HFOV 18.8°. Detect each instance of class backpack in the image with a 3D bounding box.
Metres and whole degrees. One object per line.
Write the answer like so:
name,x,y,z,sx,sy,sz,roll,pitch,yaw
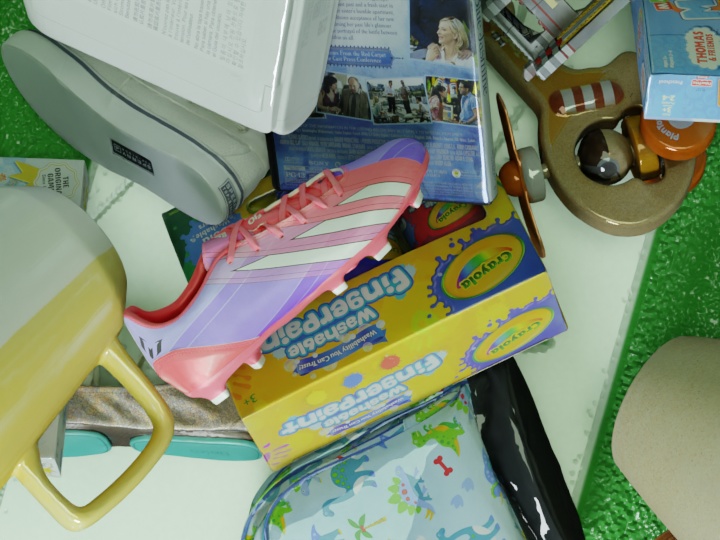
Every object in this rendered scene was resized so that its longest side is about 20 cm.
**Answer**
backpack,0.022,0.155,1.334,0.199,0.154,0.164,-19,98,13

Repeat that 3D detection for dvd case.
dvd case,0.003,-0.135,1.250,0.142,0.018,0.201,5,119,23

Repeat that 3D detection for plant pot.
plant pot,0.255,0.123,1.299,0.199,0.187,0.188,29,90,32

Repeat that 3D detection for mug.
mug,-0.207,0.045,1.258,0.153,0.149,0.187,-45,120,-28

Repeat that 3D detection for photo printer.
photo printer,-0.106,-0.185,1.222,0.199,0.069,0.167,24,126,19

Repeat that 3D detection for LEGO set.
LEGO set,0.085,-0.208,1.310,0.116,0.154,0.200,-42,117,14

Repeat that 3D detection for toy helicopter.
toy helicopter,0.119,-0.099,1.360,0.132,0.079,0.200,-41,74,-11

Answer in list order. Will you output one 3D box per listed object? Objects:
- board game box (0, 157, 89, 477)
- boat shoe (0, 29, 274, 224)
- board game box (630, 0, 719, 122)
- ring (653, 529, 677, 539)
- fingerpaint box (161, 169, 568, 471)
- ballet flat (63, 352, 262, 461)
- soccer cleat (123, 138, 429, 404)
board game box,-0.243,0.025,1.343,0.133,0.034,0.201,2,65,0
boat shoe,-0.136,-0.103,1.351,0.199,0.071,0.070,31,59,28
board game box,0.268,-0.140,1.325,0.198,0.152,0.037,4,126,1
ring,0.252,0.226,1.317,0.199,0.201,0.019,10,131,1
fingerpaint box,0.000,0.000,1.320,0.199,0.073,0.167,-25,54,1
ballet flat,-0.153,0.084,1.372,0.198,0.068,0.068,2,70,-4
soccer cleat,-0.045,-0.012,1.237,0.200,0.067,0.076,-45,104,0
